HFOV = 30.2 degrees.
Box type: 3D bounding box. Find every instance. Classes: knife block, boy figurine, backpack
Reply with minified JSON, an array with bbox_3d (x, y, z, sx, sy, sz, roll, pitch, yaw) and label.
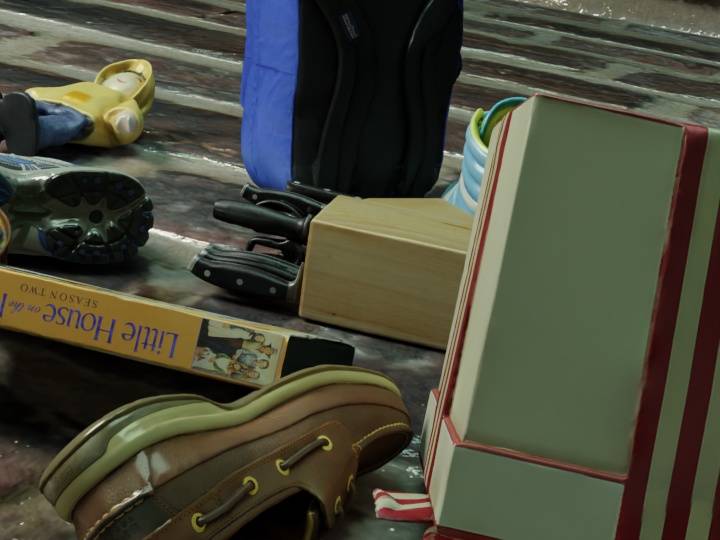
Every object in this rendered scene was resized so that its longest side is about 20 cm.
[{"bbox_3d":[0.000,0.000,0.815,0.174,0.065,0.200,-4,22,-31],"label":"knife block"},{"bbox_3d":[-0.232,-0.135,1.124,0.123,0.065,0.200,14,22,26],"label":"boy figurine"},{"bbox_3d":[-0.013,-0.146,1.038,0.161,0.202,0.167,-4,12,-27],"label":"backpack"}]

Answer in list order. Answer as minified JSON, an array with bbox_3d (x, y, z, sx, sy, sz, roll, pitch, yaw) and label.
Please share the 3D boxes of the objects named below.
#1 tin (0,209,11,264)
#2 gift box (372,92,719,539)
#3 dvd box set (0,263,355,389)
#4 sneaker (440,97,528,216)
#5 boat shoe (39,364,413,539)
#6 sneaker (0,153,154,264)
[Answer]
[{"bbox_3d":[-0.293,-0.012,0.729,0.198,0.042,0.112,1,35,-21],"label":"tin"},{"bbox_3d":[0.109,0.040,0.534,0.183,0.189,0.200,12,3,5],"label":"gift box"},{"bbox_3d":[-0.112,0.026,0.661,0.198,0.030,0.146,12,-2,13],"label":"dvd box set"},{"bbox_3d":[0.099,-0.066,0.949,0.079,0.132,0.200,4,18,-7],"label":"sneaker"},{"bbox_3d":[-0.039,0.088,0.544,0.199,0.072,0.068,-4,53,-56],"label":"boat shoe"},{"bbox_3d":[-0.236,-0.042,0.848,0.198,0.078,0.085,10,6,-20],"label":"sneaker"}]
